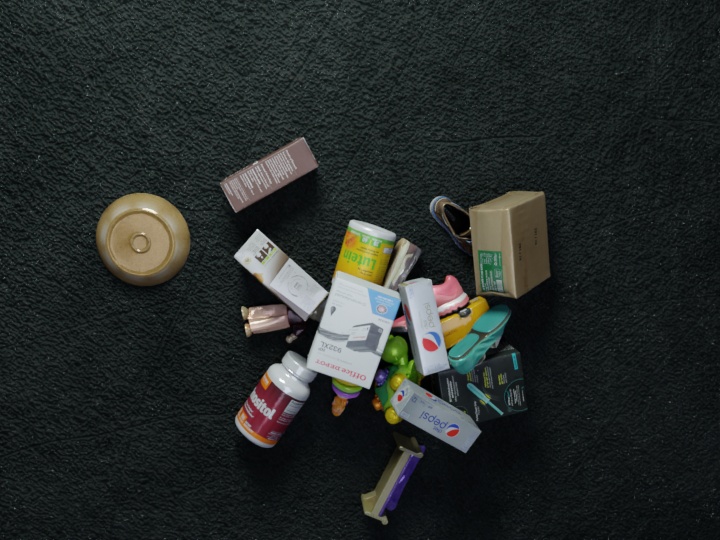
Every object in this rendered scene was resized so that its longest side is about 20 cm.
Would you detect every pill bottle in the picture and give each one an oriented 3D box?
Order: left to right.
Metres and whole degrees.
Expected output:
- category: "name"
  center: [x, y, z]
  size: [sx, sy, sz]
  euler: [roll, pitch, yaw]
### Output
- category: "pill bottle"
  center: [-0.187, 0.288, 1.405]
  size: [0.112, 0.113, 0.201]
  euler: [34, 94, -14]
- category: "pill bottle"
  center: [0.000, 0.000, 1.374]
  size: [0.109, 0.111, 0.203]
  euler: [15, 99, -11]

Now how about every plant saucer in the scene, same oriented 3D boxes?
- category: "plant saucer"
  center: [-0.468, -0.062, 1.328]
  size: [0.197, 0.035, 0.204]
  euler: [-2, 101, -8]

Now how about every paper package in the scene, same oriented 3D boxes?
- category: "paper package"
  center: [0.332, -0.060, 1.375]
  size: [0.189, 0.102, 0.203]
  euler: [-22, 109, -46]

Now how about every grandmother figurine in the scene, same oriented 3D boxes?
- category: "grandmother figurine"
  center: [-0.162, 0.104, 1.400]
  size: [0.197, 0.061, 0.123]
  euler: [-11, 112, -4]

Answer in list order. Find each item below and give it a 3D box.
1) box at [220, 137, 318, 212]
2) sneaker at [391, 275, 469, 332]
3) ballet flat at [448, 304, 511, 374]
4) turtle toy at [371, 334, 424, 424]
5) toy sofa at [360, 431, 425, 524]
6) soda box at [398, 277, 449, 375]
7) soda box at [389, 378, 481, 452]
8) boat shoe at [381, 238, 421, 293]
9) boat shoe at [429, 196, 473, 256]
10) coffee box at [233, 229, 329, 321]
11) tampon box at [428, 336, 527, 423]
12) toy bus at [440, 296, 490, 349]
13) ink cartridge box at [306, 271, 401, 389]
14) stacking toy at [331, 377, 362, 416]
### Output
- category: "box"
  center: [-0.192, -0.204, 1.309]
  size: [0.198, 0.100, 0.076]
  euler: [-28, 104, -3]
- category: "sneaker"
  center: [0.150, 0.077, 1.446]
  size: [0.198, 0.074, 0.088]
  euler: [-26, 91, -7]
- category: "ballet flat"
  center: [0.270, 0.158, 1.386]
  size: [0.199, 0.067, 0.071]
  euler: [-39, 122, -26]
- category: "turtle toy"
  center: [0.084, 0.251, 1.437]
  size: [0.100, 0.145, 0.204]
  euler: [13, 102, 29]
- category: "toy sofa"
  center: [0.087, 0.507, 1.508]
  size: [0.097, 0.083, 0.202]
  euler: [26, 97, -12]
- category: "soda box"
  center: [0.138, 0.122, 1.365]
  size: [0.063, 0.068, 0.203]
  euler: [-13, 95, -10]
- category: "soda box"
  center: [0.163, 0.317, 1.351]
  size: [0.199, 0.068, 0.064]
  euler: [32, 98, -20]
- category: "boat shoe"
  center: [0.081, 0.029, 1.415]
  size: [0.064, 0.072, 0.203]
  euler: [22, 92, -8]
- category: "boat shoe"
  center: [0.240, -0.088, 1.413]
  size: [0.199, 0.072, 0.073]
  euler: [36, 94, -14]
- category: "coffee box"
  center: [-0.167, 0.015, 1.325]
  size: [0.200, 0.114, 0.080]
  euler: [42, 83, 0]
- category: "tampon box"
  center: [0.270, 0.260, 1.462]
  size: [0.197, 0.126, 0.152]
  euler: [-12, 105, -6]
- category: "toy bus"
  center: [0.212, 0.134, 1.451]
  size: [0.198, 0.078, 0.066]
  euler: [-26, 99, -3]
- category: "ink cartridge box"
  center: [-0.015, 0.124, 1.297]
  size: [0.143, 0.084, 0.203]
  euler: [19, 99, -4]
- category: "stacking toy"
  center: [-0.030, 0.254, 1.437]
  size: [0.108, 0.116, 0.203]
  euler: [13, 111, -8]
